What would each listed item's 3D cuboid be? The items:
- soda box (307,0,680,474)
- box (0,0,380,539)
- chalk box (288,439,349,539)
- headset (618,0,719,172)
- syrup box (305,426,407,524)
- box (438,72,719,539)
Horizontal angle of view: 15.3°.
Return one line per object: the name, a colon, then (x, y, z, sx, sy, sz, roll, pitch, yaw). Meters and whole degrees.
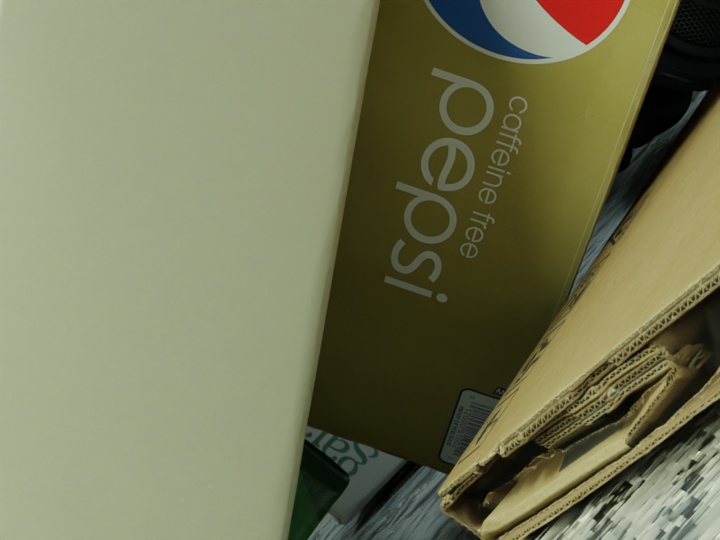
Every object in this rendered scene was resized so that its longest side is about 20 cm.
soda box: (0.033, -0.055, 0.579, 0.068, 0.064, 0.200, -68, -3, -56)
box: (-0.053, 0.013, 0.556, 0.068, 0.082, 0.200, -136, 56, -74)
chalk box: (-0.128, 0.029, 0.640, 0.124, 0.200, 0.124, -52, 32, -6)
headset: (0.070, -0.082, 0.760, 0.200, 0.094, 0.123, -36, -1, -36)
syrup box: (0.000, 0.000, 0.822, 0.081, 0.079, 0.200, -46, 5, 9)
box: (0.095, -0.046, 0.516, 0.200, 0.021, 0.163, -54, 2, -24)
